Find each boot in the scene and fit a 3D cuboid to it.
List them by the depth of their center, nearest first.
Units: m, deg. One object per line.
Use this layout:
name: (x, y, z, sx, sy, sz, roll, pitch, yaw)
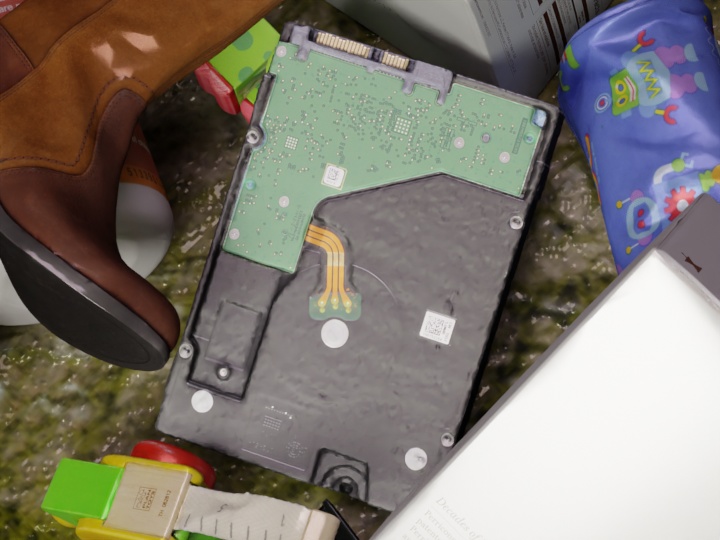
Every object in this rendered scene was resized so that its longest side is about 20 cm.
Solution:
boot: (-0.096, -0.070, 1.281, 0.188, 0.069, 0.200, 37, 68, 27)

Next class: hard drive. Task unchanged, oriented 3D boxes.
hard drive: (0.000, 0.000, 1.310, 0.139, 0.038, 0.201, 17, 93, 9)

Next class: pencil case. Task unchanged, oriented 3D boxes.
pencil case: (0.147, -0.028, 1.310, 0.086, 0.078, 0.201, -18, 66, 10)

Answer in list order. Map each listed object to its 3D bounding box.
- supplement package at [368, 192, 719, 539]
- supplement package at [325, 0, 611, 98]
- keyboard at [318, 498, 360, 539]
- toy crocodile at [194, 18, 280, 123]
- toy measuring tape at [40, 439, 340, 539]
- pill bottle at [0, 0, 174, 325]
supplement package: (0.111, 0.084, 1.196, 0.117, 0.117, 0.200, 44, 112, 4)
supplement package: (0.051, -0.221, 1.367, 0.191, 0.147, 0.200, 35, 80, 21)
keyboard: (0.033, 0.194, 1.277, 0.104, 0.040, 0.200, -45, 67, 17)
toy crocodile: (-0.053, -0.100, 1.382, 0.062, 0.068, 0.200, -44, 70, -6)
toy measuring tape: (-0.068, 0.118, 1.279, 0.199, 0.073, 0.074, 5, 66, 45)
pill bottle: (-0.171, -0.084, 1.376, 0.112, 0.112, 0.201, -22, 66, 2)
